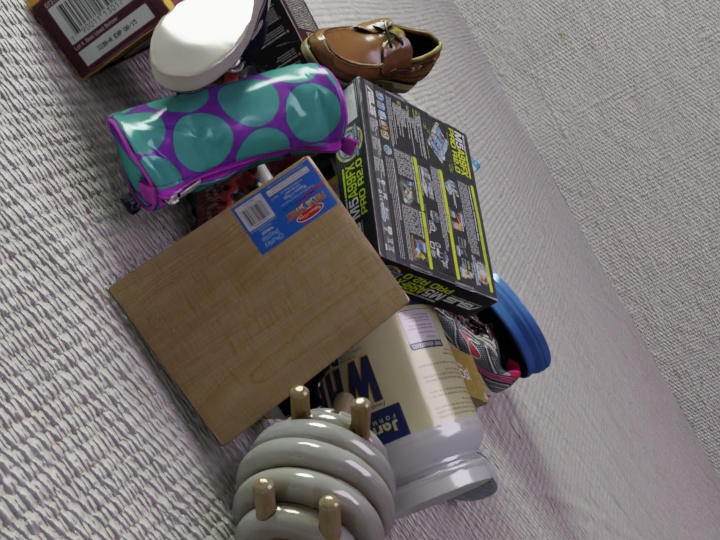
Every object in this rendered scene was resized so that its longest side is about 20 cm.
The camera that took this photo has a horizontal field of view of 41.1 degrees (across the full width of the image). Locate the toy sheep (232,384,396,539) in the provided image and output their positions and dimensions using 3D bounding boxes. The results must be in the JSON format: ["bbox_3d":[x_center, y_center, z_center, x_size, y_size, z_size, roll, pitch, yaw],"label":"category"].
[{"bbox_3d":[-0.033,0.167,0.730,0.138,0.138,0.200,53,39,-23],"label":"toy sheep"}]

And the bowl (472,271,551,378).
[{"bbox_3d":[0.195,0.072,1.393,0.201,0.039,0.201,51,-10,13],"label":"bowl"}]

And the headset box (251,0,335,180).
[{"bbox_3d":[-0.093,-0.175,0.994,0.200,0.149,0.077,61,22,2],"label":"headset box"}]

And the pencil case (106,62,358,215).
[{"bbox_3d":[-0.108,-0.113,0.810,0.199,0.085,0.093,-22,69,-25],"label":"pencil case"}]

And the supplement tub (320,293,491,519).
[{"bbox_3d":[0.030,0.125,0.913,0.145,0.145,0.201,15,50,-63],"label":"supplement tub"}]

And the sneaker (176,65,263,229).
[{"bbox_3d":[-0.140,-0.092,0.894,0.071,0.098,0.201,40,50,-74],"label":"sneaker"}]

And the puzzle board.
[{"bbox_3d":[-0.076,0.021,0.773,0.151,0.200,0.017,55,-22,-3],"label":"puzzle board"}]

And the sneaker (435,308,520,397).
[{"bbox_3d":[0.147,0.089,1.335,0.200,0.075,0.081,52,22,-23],"label":"sneaker"}]

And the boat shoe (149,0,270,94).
[{"bbox_3d":[-0.120,-0.194,0.825,0.093,0.074,0.200,97,11,-50],"label":"boat shoe"}]

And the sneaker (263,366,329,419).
[{"bbox_3d":[-0.040,0.041,0.837,0.072,0.083,0.201,31,67,-51],"label":"sneaker"}]

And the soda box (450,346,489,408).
[{"bbox_3d":[0.080,0.126,1.143,0.200,0.064,0.068,28,39,-57],"label":"soda box"}]

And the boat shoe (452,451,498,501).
[{"bbox_3d":[0.089,0.193,1.064,0.200,0.073,0.067,41,31,-42],"label":"boat shoe"}]

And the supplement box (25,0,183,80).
[{"bbox_3d":[-0.203,-0.259,0.893,0.086,0.110,0.200,56,22,-14],"label":"supplement box"}]

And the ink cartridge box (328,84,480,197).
[{"bbox_3d":[0.015,-0.134,1.113,0.200,0.146,0.147,44,14,1],"label":"ink cartridge box"}]

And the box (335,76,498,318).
[{"bbox_3d":[0.050,-0.068,0.918,0.160,0.044,0.201,20,52,-40],"label":"box"}]

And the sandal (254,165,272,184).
[{"bbox_3d":[-0.091,-0.057,0.949,0.059,0.079,0.207,4,59,-63],"label":"sandal"}]

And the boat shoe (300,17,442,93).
[{"bbox_3d":[0.015,-0.228,0.977,0.072,0.068,0.200,59,31,8],"label":"boat shoe"}]
